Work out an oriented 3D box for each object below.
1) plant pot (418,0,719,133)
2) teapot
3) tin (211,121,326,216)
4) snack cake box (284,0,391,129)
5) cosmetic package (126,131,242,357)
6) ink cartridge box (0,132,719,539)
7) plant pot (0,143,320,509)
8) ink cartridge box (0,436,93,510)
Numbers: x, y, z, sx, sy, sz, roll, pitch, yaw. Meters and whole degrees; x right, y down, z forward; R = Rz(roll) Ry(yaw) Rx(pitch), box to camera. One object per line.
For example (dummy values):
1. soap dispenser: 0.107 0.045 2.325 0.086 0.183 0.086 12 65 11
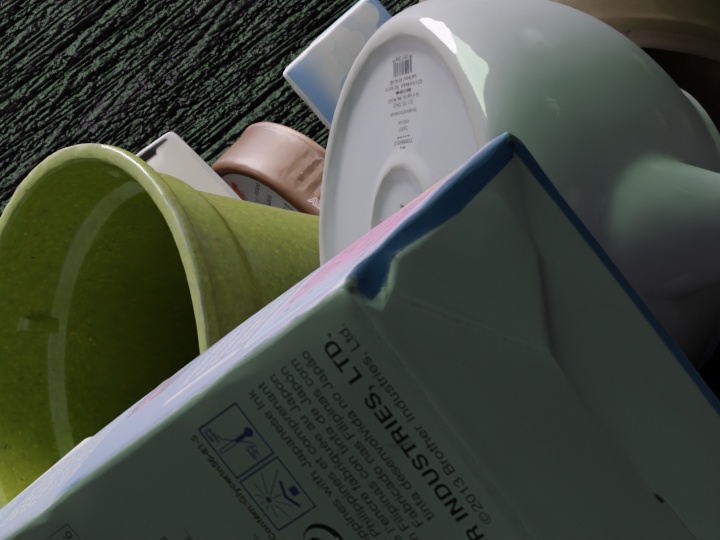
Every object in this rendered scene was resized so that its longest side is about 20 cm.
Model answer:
1. plant pot: 0.100 -0.110 1.109 0.200 0.200 0.175 -37 43 41
2. teapot: 0.078 -0.013 0.949 0.146 0.200 0.198 -1 -46 -24
3. tin: 0.000 0.000 1.314 0.042 0.200 0.112 -43 -19 -28
4. snack cake box: 0.048 -0.057 1.381 0.067 0.200 0.115 -41 3 5
5. cosmetic package: -0.100 0.021 1.331 0.103 0.087 0.200 -40 -19 -13
6. ink cartridge box: -0.010 0.085 0.497 0.200 0.137 0.076 -37 1 37
7. plant pot: -0.053 0.045 1.153 0.184 0.201 0.200 1 -25 -38
8. ink cartridge box: -0.075 0.134 0.932 0.116 0.067 0.200 -40 28 -28
